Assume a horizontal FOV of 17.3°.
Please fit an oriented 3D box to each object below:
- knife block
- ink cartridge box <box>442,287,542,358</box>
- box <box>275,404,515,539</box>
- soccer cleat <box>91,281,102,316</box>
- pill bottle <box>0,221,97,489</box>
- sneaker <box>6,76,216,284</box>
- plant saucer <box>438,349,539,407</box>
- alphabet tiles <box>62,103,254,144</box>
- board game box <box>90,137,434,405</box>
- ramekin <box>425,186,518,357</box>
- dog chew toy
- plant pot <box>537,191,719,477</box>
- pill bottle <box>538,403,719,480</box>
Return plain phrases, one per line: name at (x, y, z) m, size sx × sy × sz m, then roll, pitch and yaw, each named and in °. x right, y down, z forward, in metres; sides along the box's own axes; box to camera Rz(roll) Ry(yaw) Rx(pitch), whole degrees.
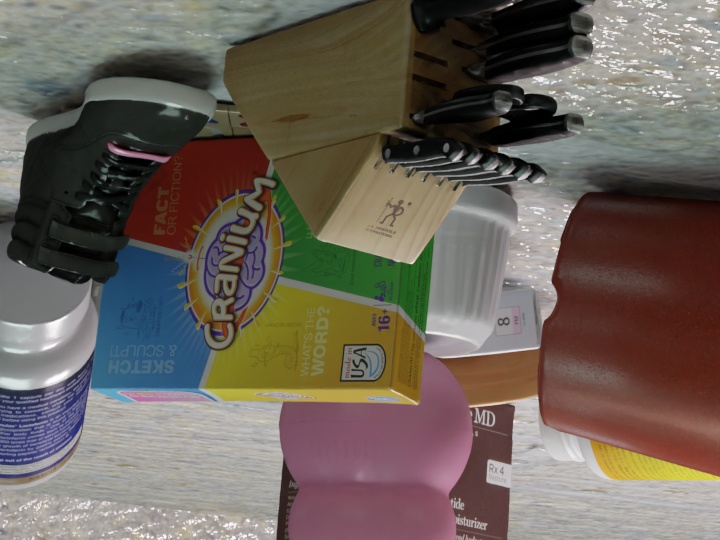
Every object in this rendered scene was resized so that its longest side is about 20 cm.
knife block at (0.027, -0.102, 1.145) m, size 0.064 × 0.176 × 0.200 m, roll 15°, pitch -151°, yaw -36°
ink cartridge box at (0.010, 0.041, 1.665) m, size 0.199 × 0.057 × 0.163 m, roll -9°, pitch -177°, yaw -13°
box at (0.033, 0.218, 2.269) m, size 0.164 × 0.201 × 0.166 m, roll -6°, pitch 164°, yaw 41°
soccer cleat at (-0.177, 0.017, 1.774) m, size 0.199 × 0.070 × 0.086 m, roll 3°, pitch 145°, yaw 21°
pill bottle at (-0.251, 0.062, 1.718) m, size 0.115 × 0.116 × 0.200 m, roll 7°, pitch 141°, yaw -8°
sneaker at (-0.139, -0.045, 1.319) m, size 0.070 × 0.100 × 0.200 m, roll 14°, pitch 164°, yaw -27°
plant saucer at (0.058, 0.066, 1.803) m, size 0.199 × 0.038 × 0.200 m, roll 0°, pitch -169°, yaw 0°
alphabet tiles at (-0.091, -0.072, 1.427) m, size 0.166 × 0.006 × 0.200 m, roll 4°, pitch 168°, yaw 1°
board game box at (-0.056, 0.000, 1.368) m, size 0.199 × 0.154 × 0.040 m, roll -2°, pitch 165°, yaw 27°
ramekin at (0.000, 0.000, 1.490) m, size 0.201 × 0.095 × 0.202 m, roll 2°, pitch 172°, yaw 0°
dog chew toy at (0.007, 0.151, 1.494) m, size 0.124 × 0.201 × 0.125 m, roll 3°, pitch 171°, yaw 0°
plant pot at (0.218, 0.039, 1.427) m, size 0.194 × 0.202 × 0.201 m, roll 11°, pitch 170°, yaw 15°
pill bottle at (0.250, 0.117, 1.927) m, size 0.199 × 0.110 × 0.109 m, roll -3°, pitch 166°, yaw 31°
